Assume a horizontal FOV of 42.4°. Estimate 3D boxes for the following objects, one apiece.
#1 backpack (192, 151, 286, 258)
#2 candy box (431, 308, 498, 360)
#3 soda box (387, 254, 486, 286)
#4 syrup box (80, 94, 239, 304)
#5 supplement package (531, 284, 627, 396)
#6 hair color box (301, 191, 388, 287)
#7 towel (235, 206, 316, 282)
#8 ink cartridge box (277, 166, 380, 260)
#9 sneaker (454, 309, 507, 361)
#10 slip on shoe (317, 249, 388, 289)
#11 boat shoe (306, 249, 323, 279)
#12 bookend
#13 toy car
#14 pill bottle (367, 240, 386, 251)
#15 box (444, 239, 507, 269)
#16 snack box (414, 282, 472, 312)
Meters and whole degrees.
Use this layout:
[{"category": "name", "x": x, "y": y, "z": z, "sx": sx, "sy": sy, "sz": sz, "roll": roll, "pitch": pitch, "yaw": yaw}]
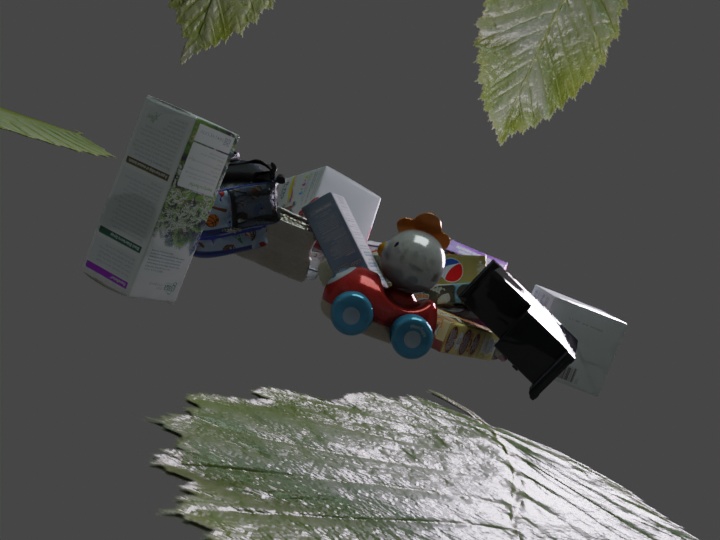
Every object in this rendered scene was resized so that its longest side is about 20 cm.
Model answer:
[{"category": "backpack", "x": -0.238, "y": -0.106, "z": 1.469, "sx": 0.189, "sy": 0.155, "sz": 0.200, "roll": -5, "pitch": 14, "yaw": -28}, {"category": "candy box", "x": 0.143, "y": 0.101, "z": 1.572, "sx": 0.115, "sy": 0.056, "sz": 0.200, "roll": 24, "pitch": 3, "yaw": 33}, {"category": "soda box", "x": 0.130, "y": 0.007, "z": 1.709, "sx": 0.198, "sy": 0.065, "sz": 0.068, "roll": 3, "pitch": -13, "yaw": -11}, {"category": "syrup box", "x": -0.213, "y": -0.072, "z": 0.988, "sx": 0.081, "sy": 0.201, "sz": 0.079, "roll": 25, "pitch": 5, "yaw": 29}, {"category": "supplement package", "x": 0.403, "y": 0.133, "z": 1.828, "sx": 0.151, "sy": 0.152, "sz": 0.200, "roll": 21, "pitch": 5, "yaw": -2}, {"category": "hair color box", "x": -0.019, "y": -0.026, "z": 1.546, "sx": 0.201, "sy": 0.060, "sz": 0.099, "roll": 63, "pitch": 11, "yaw": 5}, {"category": "towel", "x": -0.173, "y": -0.064, "z": 1.627, "sx": 0.199, "sy": 0.133, "sz": 0.035, "roll": 24, "pitch": 46, "yaw": 6}, {"category": "ink cartridge box", "x": -0.087, "y": -0.100, "z": 1.857, "sx": 0.144, "sy": 0.146, "sz": 0.199, "roll": 26, "pitch": -19, "yaw": -29}, {"category": "sneaker", "x": 0.236, "y": 0.119, "z": 1.678, "sx": 0.199, "sy": 0.089, "sz": 0.081, "roll": -2, "pitch": -10, "yaw": 30}, {"category": "slip on shoe", "x": 0.000, "y": 0.000, "z": 1.658, "sx": 0.199, "sy": 0.075, "sz": 0.061, "roll": -12, "pitch": 5, "yaw": 44}, {"category": "boat shoe", "x": -0.165, "y": -0.046, "z": 1.755, "sx": 0.199, "sy": 0.066, "sz": 0.074, "roll": 21, "pitch": 5, "yaw": -18}, {"category": "bookend", "x": 0.244, "y": 0.088, "z": 1.483, "sx": 0.199, "sy": 0.092, "sz": 0.200, "roll": 45, "pitch": 13, "yaw": 7}, {"category": "toy car", "x": 0.050, "y": 0.003, "z": 1.369, "sx": 0.176, "sy": 0.201, "sz": 0.184, "roll": 21, "pitch": 4, "yaw": -5}, {"category": "pill bottle", "x": 0.044, "y": 0.000, "z": 1.843, "sx": 0.199, "sy": 0.112, "sz": 0.111, "roll": 10, "pitch": -5, "yaw": 45}, {"category": "box", "x": 0.245, "y": 0.037, "z": 2.090, "sx": 0.136, "sy": 0.201, "sz": 0.039, "roll": 23, "pitch": 48, "yaw": 15}, {"category": "snack box", "x": 0.142, "y": 0.052, "z": 1.673, "sx": 0.198, "sy": 0.037, "sz": 0.116, "roll": -3, "pitch": -11, "yaw": 16}]
